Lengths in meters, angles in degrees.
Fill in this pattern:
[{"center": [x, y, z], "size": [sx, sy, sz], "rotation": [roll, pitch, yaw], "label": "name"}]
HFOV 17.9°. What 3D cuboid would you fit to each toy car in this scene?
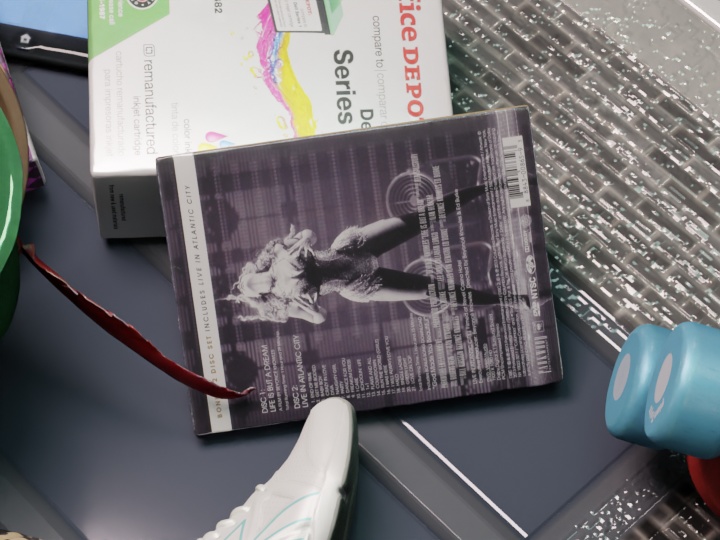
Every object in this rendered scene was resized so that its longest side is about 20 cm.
[{"center": [0.204, 0.145, 1.117], "size": [0.184, 0.177, 0.201], "rotation": [17, 86, -5], "label": "toy car"}]

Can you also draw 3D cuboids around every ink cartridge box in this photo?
[{"center": [-0.050, -0.102, 1.275], "size": [0.199, 0.084, 0.145], "rotation": [-2, 65, -4], "label": "ink cartridge box"}]

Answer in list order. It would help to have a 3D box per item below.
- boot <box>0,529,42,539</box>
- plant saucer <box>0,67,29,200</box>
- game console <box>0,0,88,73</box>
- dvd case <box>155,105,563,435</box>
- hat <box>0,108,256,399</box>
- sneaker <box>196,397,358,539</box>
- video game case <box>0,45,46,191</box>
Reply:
[{"center": [-0.244, 0.174, 1.086], "size": [0.150, 0.073, 0.200], "rotation": [16, 44, 37], "label": "boot"}, {"center": [-0.275, -0.056, 1.207], "size": [0.199, 0.201, 0.029], "rotation": [-19, 31, -12], "label": "plant saucer"}, {"center": [-0.178, -0.200, 1.380], "size": [0.199, 0.031, 0.177], "rotation": [11, 58, 7], "label": "game console"}, {"center": [0.000, 0.000, 1.211], "size": [0.199, 0.016, 0.149], "rotation": [-8, 95, -4], "label": "dvd case"}, {"center": [-0.200, 0.011, 1.188], "size": [0.165, 0.176, 0.200], "rotation": [-38, 58, 7], "label": "hat"}, {"center": [-0.053, 0.146, 1.140], "size": [0.080, 0.071, 0.201], "rotation": [14, 59, 11], "label": "sneaker"}, {"center": [-0.298, -0.098, 1.299], "size": [0.199, 0.036, 0.182], "rotation": [-18, 64, -6], "label": "video game case"}]
